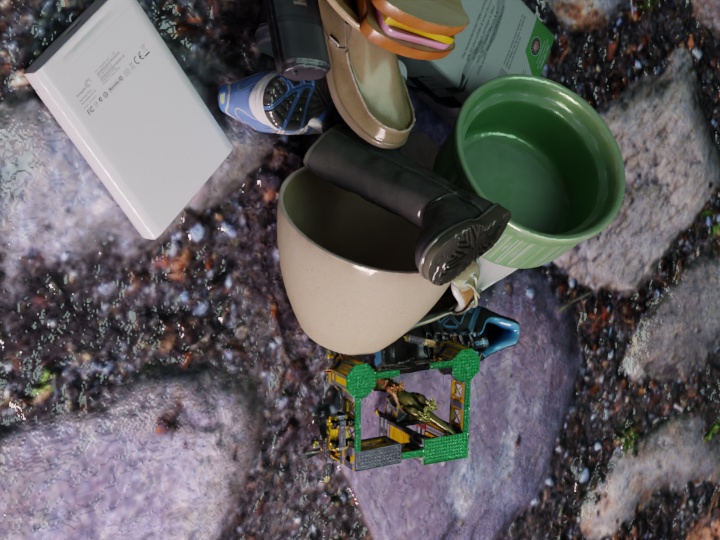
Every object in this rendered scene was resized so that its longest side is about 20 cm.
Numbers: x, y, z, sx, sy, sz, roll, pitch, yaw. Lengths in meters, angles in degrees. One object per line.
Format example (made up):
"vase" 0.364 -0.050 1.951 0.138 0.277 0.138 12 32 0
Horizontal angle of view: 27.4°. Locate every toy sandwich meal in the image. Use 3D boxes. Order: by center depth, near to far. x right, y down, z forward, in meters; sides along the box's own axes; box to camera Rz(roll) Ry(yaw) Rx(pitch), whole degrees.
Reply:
"toy sandwich meal" 0.030 -0.301 1.424 0.204 0.070 0.206 19 58 -33

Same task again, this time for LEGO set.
"LEGO set" 0.027 0.140 1.596 0.199 0.116 0.155 -15 107 -28

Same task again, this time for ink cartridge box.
"ink cartridge box" 0.117 -0.257 1.661 0.200 0.083 0.147 38 68 -42

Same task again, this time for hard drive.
"hard drive" -0.211 -0.147 1.377 0.132 0.027 0.200 -53 127 -29

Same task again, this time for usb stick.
"usb stick" -0.068 -0.269 1.436 0.055 0.033 0.201 0 59 -18

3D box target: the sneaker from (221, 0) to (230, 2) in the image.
"sneaker" -0.165 -0.300 1.373 0.199 0.073 0.088 7 83 -51

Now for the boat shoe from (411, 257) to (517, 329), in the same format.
"boat shoe" 0.104 0.015 1.617 0.199 0.069 0.075 -25 133 -2

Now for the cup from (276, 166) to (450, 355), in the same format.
"cup" 0.000 0.000 1.515 0.200 0.200 0.144 -22 139 -42

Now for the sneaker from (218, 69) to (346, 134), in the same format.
"sneaker" -0.068 -0.175 1.492 0.200 0.077 0.076 -1 96 -63

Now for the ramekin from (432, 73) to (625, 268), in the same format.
"ramekin" 0.174 -0.100 1.584 0.199 0.098 0.201 10 62 -18

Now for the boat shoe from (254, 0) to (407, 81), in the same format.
"boat shoe" -0.028 -0.241 1.532 0.199 0.070 0.067 11 74 -39

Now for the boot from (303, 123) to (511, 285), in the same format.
"boot" 0.031 -0.073 1.441 0.073 0.200 0.182 -61 164 22

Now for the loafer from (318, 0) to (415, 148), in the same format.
"loafer" 0.003 -0.217 1.458 0.076 0.067 0.201 -22 86 -41

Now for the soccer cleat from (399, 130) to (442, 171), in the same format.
"soccer cleat" 0.074 -0.056 1.654 0.077 0.069 0.201 -31 118 -36

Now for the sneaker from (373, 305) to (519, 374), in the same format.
"sneaker" 0.098 0.074 1.679 0.199 0.082 0.074 -15 107 -43
